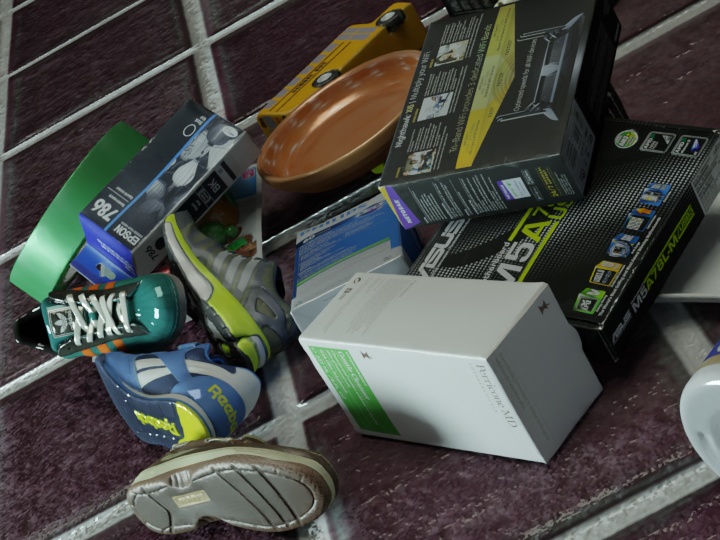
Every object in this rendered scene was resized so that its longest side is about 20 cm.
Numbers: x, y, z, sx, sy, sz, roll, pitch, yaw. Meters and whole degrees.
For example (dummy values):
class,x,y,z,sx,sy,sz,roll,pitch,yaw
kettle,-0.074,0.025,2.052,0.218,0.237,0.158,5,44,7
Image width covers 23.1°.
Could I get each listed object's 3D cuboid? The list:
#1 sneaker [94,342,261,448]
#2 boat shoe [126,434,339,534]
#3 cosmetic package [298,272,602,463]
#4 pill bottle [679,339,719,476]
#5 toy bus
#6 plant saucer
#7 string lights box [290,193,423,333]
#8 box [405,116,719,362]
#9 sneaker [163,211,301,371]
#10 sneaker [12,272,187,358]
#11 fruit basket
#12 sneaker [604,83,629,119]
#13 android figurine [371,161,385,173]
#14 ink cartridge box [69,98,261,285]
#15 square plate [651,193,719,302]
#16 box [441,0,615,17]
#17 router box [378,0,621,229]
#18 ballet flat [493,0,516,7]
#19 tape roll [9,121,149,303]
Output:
class,x,y,z,sx,sy,sz,roll,pitch,yaw
sneaker,-0.157,0.102,1.497,0.082,0.074,0.200,-38,30,-24
boat shoe,-0.092,0.152,1.349,0.202,0.075,0.075,-8,30,38
cosmetic package,0.065,0.067,1.294,0.200,0.108,0.085,3,42,49
pill bottle,0.297,0.043,1.087,0.120,0.120,0.200,5,44,49
toy bus,-0.013,-0.201,1.856,0.078,0.065,0.200,6,45,51
plant saucer,-0.009,-0.139,1.703,0.200,0.037,0.200,-28,25,14
string lights box,0.000,0.000,1.480,0.103,0.059,0.200,-26,17,9
box,0.156,-0.034,1.341,0.193,0.048,0.200,14,59,40
sneaker,-0.114,0.014,1.562,0.081,0.074,0.200,-23,49,-19
sneaker,-0.235,0.046,1.567,0.080,0.072,0.200,-4,-8,-43
fruit basket,-0.179,-0.016,1.691,0.185,0.094,0.200,-23,32,15
sneaker,0.164,-0.093,1.498,0.081,0.074,0.200,-5,36,45
android figurine,0.077,-0.159,1.725,0.200,0.041,0.182,-7,36,41
ink cartridge box,-0.194,-0.068,1.670,0.200,0.039,0.099,-49,47,-10
square plate,0.300,-0.036,1.312,0.198,0.028,0.200,1,42,45
box,0.152,-0.329,1.801,0.200,0.158,0.051,-2,39,44
router box,0.113,-0.131,1.396,0.157,0.052,0.200,-9,45,30
ballet flat,0.169,-0.243,1.740,0.070,0.065,0.200,-32,27,-17
tape roll,-0.281,-0.058,1.797,0.201,0.048,0.200,-55,2,3
